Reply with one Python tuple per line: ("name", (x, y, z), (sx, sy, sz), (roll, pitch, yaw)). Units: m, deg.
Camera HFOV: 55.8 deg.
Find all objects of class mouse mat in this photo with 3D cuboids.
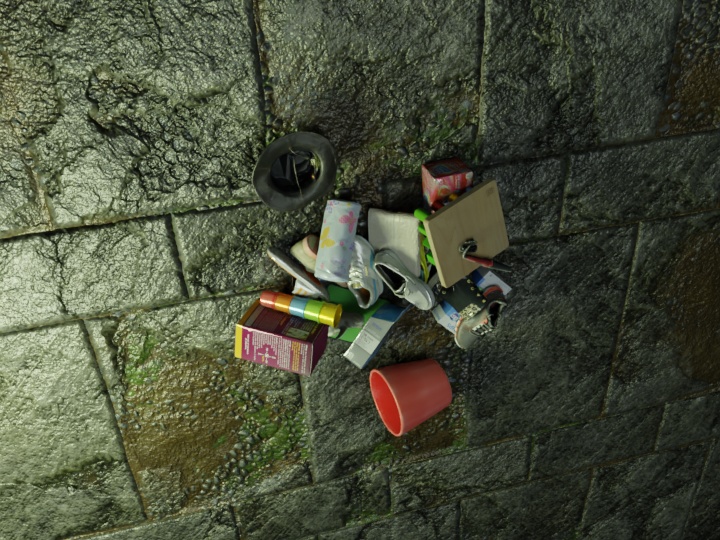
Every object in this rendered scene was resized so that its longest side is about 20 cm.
("mouse mat", (-0.031, 0.122, 1.823), (0.200, 0.008, 0.161), (17, 115, -26))

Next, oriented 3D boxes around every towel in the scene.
("towel", (0.086, -0.063, 1.688), (0.132, 0.034, 0.200), (9, 128, 14))

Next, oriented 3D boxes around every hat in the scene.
("hat", (-0.154, -0.234, 1.525), (0.200, 0.081, 0.201), (-13, 127, -18))

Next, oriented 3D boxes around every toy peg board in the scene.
("toy peg board", (0.230, -0.101, 1.608), (0.199, 0.098, 0.200), (-33, 129, -15))

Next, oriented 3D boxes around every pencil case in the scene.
("pencil case", (-0.051, -0.070, 1.609), (0.091, 0.083, 0.200), (8, 91, -45))

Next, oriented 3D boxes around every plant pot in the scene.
("plant pot", (0.146, 0.343, 1.911), (0.177, 0.200, 0.201), (-17, 125, -18))

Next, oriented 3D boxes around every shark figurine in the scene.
("shark figurine", (-0.079, 0.135, 1.784), (0.214, 0.128, 0.090), (-26, 101, 21))

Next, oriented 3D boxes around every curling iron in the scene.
("curling iron", (0.304, -0.027, 1.617), (0.200, 0.026, 0.050), (23, 103, -40))

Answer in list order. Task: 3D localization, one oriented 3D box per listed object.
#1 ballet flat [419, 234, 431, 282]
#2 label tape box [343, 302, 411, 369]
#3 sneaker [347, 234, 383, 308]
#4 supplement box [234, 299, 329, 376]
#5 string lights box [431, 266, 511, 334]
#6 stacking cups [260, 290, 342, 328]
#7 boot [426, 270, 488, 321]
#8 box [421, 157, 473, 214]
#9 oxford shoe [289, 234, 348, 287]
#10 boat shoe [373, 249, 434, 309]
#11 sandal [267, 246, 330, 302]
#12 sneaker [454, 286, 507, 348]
("ballet flat", (0.152, -0.027, 1.756), (0.067, 0.067, 0.200), (-34, 128, -30))
("label tape box", (0.052, 0.144, 1.769), (0.063, 0.144, 0.200), (37, 109, 7))
("sneaker", (0.000, 0.000, 1.695), (0.076, 0.081, 0.200), (-7, 120, 30))
("supplement box", (-0.193, 0.164, 1.681), (0.200, 0.131, 0.103), (14, 119, 11))
("string lights box", (0.304, 0.082, 1.866), (0.103, 0.059, 0.200), (35, 106, -31))
("stacking cups", (-0.146, 0.085, 1.667), (0.200, 0.061, 0.061), (15, 121, 16))
("boot", (0.285, 0.020, 1.770), (0.154, 0.073, 0.204), (45, 111, 7))
("box", (0.212, -0.163, 1.665), (0.100, 0.095, 0.200), (-13, 124, -10))
("oxford shoe", (-0.092, -0.017, 1.696), (0.074, 0.071, 0.200), (-21, 132, 31))
("boat shoe", (0.107, 0.035, 1.687), (0.072, 0.066, 0.200), (-27, 113, 35))
("sandal", (-0.163, 0.019, 1.684), (0.207, 0.079, 0.059), (39, 105, -23))
("sneaker", (0.322, 0.137, 1.819), (0.077, 0.082, 0.200), (17, 114, -26))
